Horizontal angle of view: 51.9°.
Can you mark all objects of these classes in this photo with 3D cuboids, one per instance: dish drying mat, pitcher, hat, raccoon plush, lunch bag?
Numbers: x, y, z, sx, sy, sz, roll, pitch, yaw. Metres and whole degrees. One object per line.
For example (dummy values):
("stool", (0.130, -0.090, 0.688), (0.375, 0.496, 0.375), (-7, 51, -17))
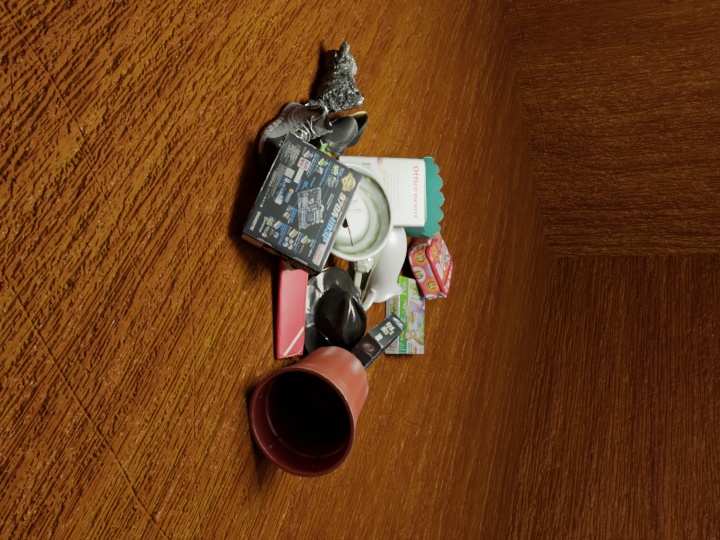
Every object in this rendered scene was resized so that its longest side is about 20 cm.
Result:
("dish drying mat", (-0.130, 0.063, 1.411), (0.076, 0.018, 0.205), (-1, 97, -50))
("pitcher", (0.035, -0.017, 1.718), (0.171, 0.119, 0.204), (-38, 135, -46))
("hat", (-0.037, 0.096, 1.494), (0.198, 0.080, 0.206), (-4, 95, -46))
("raccoon plush", (-0.063, -0.398, 1.534), (0.200, 0.095, 0.137), (-33, 112, -61))
("lunch bag", (0.202, -0.010, 2.061), (0.179, 0.080, 0.201), (65, 22, -20))

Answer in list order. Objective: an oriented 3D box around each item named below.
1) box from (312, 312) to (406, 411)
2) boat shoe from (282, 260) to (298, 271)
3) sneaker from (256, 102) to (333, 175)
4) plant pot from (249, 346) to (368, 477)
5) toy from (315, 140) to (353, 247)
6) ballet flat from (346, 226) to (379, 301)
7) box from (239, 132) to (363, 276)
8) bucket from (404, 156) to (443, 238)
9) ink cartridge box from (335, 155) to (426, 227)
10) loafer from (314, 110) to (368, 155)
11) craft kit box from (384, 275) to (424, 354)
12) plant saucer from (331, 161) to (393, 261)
("box", (-0.004, 0.186, 1.527), (0.044, 0.200, 0.160), (45, 22, 8))
("boat shoe", (-0.102, -0.100, 1.381), (0.071, 0.059, 0.206), (28, 61, -55))
("sneaker", (-0.112, -0.256, 1.378), (0.202, 0.113, 0.076), (-68, 147, -41))
("plant pot", (-0.077, 0.242, 1.370), (0.195, 0.196, 0.206), (-39, 124, -69))
("toy", (-0.059, -0.140, 1.417), (0.115, 0.046, 0.205), (-26, 102, -90))
("ballet flat", (0.000, 0.000, 1.593), (0.070, 0.068, 0.203), (-57, 165, -51))
("box", (-0.103, -0.117, 1.309), (0.203, 0.157, 0.046), (-67, -166, -14))
("bucket", (0.121, -0.182, 1.871), (0.206, 0.132, 0.213), (0, 90, -65))
("ink cartridge box", (0.038, -0.167, 1.608), (0.085, 0.195, 0.148), (176, -86, -76))
("loafer", (-0.039, -0.299, 1.571), (0.073, 0.073, 0.200), (40, 28, -1))
("craft kit box", (0.121, 0.123, 1.975), (0.199, 0.047, 0.203), (13, 75, -65))
("plant saucer", (-0.026, -0.116, 1.508), (0.196, 0.050, 0.205), (5, 79, -27))
